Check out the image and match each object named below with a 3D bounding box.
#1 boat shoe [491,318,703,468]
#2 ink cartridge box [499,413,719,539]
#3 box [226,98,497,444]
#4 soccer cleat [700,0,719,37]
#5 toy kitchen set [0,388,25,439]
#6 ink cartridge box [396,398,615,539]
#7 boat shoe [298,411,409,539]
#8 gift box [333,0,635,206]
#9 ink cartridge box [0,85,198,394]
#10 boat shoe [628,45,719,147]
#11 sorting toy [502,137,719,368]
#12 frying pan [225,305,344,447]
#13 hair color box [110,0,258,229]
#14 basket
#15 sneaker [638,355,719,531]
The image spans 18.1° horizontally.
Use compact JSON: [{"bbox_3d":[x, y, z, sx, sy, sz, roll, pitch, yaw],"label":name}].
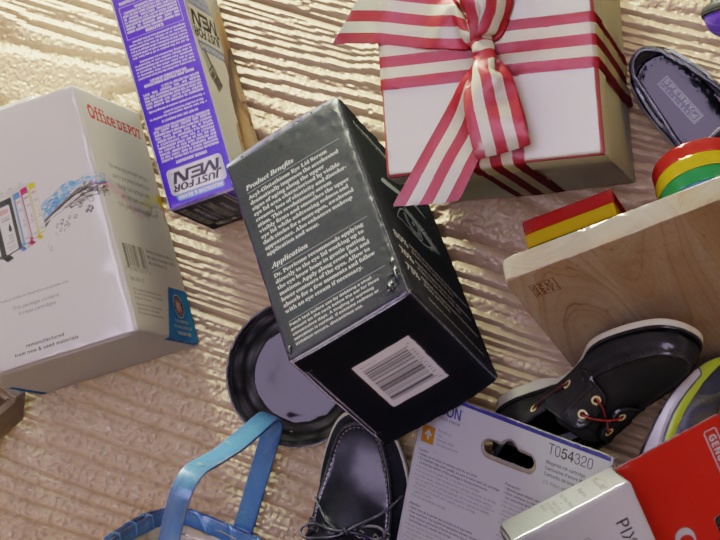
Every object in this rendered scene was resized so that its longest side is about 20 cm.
[{"bbox_3d":[0.172,0.097,1.640,0.201,0.074,0.063,-34,35,41],"label":"boat shoe"},{"bbox_3d":[0.213,0.225,1.552,0.173,0.044,0.200,-27,104,-4],"label":"ink cartridge box"},{"bbox_3d":[0.000,0.000,1.665,0.104,0.148,0.200,-31,50,13],"label":"box"},{"bbox_3d":[0.351,-0.173,1.666,0.199,0.068,0.073,1,88,13],"label":"soccer cleat"},{"bbox_3d":[-0.326,0.009,1.790,0.180,0.200,0.163,35,52,16],"label":"toy kitchen set"},{"bbox_3d":[0.107,0.205,1.643,0.196,0.043,0.201,19,101,46],"label":"ink cartridge box"},{"bbox_3d":[-0.007,0.205,1.716,0.074,0.062,0.201,9,92,17],"label":"boat shoe"},{"bbox_3d":[0.094,-0.136,1.669,0.199,0.187,0.185,-11,81,13],"label":"gift box"},{"bbox_3d":[-0.237,-0.022,1.768,0.144,0.147,0.201,-17,79,13],"label":"ink cartridge box"},{"bbox_3d":[0.274,-0.093,1.675,0.072,0.068,0.200,-42,76,7],"label":"boat shoe"},{"bbox_3d":[0.224,-0.008,1.622,0.198,0.200,0.070,-21,54,16],"label":"sorting toy"},{"bbox_3d":[-0.015,0.066,1.756,0.190,0.031,0.115,-24,81,9],"label":"frying pan"},{"bbox_3d":[-0.133,-0.141,1.772,0.065,0.109,0.201,-17,80,12],"label":"hair color box"},{"bbox_3d":[-0.118,0.216,1.698,0.139,0.176,0.201,18,109,18],"label":"basket"},{"bbox_3d":[0.238,0.156,1.649,0.081,0.074,0.200,25,78,9],"label":"sneaker"}]
